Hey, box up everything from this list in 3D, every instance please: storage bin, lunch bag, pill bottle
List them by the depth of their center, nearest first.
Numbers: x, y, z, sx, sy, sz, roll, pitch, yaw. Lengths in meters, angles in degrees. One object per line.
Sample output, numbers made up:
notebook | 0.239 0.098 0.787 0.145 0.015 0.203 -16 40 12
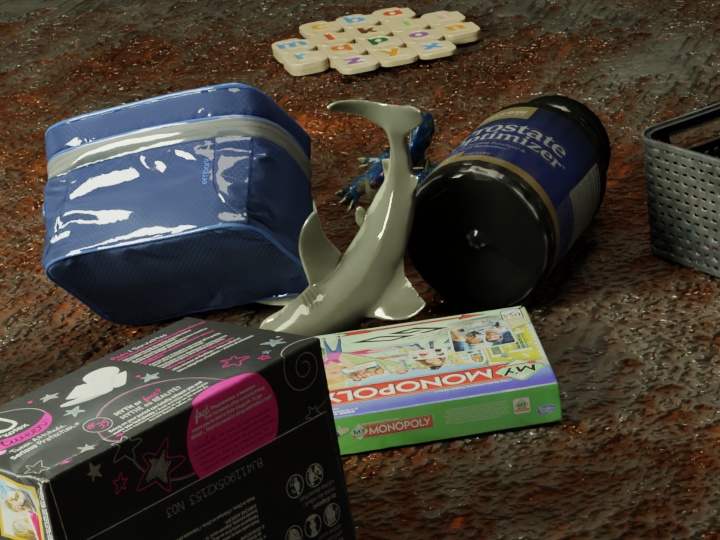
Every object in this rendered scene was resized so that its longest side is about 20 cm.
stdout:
storage bin | 0.309 -0.053 1.564 0.135 0.094 0.200 -20 24 -29
lunch bag | -0.134 -0.052 1.566 0.200 0.136 0.133 -10 64 19
pill bottle | 0.115 -0.057 1.612 0.112 0.112 0.200 2 23 23

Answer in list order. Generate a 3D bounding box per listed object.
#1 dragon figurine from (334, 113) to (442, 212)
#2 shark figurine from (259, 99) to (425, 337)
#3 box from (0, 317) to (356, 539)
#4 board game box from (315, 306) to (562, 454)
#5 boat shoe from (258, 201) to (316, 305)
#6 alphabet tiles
dragon figurine | 0.045 -0.082 1.712 0.099 0.059 0.200 -32 7 33
shark figurine | 0.017 -0.014 1.494 0.128 0.215 0.089 9 22 -45
box | -0.117 0.123 1.202 0.115 0.132 0.200 9 26 44
board game box | 0.021 0.073 1.425 0.200 0.029 0.135 -9 20 -3
boat shoe | -0.067 -0.035 1.669 0.070 0.072 0.201 -9 23 -7
alphabet tiles | 0.016 -0.230 2.219 0.200 0.015 0.196 -12 22 -12
